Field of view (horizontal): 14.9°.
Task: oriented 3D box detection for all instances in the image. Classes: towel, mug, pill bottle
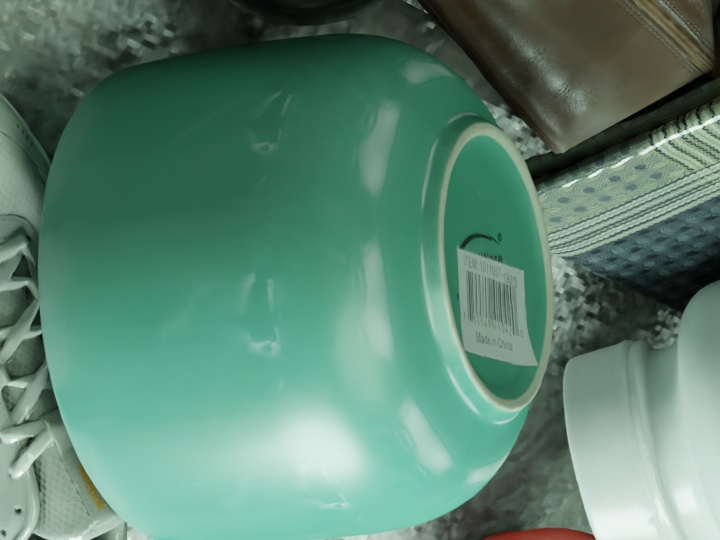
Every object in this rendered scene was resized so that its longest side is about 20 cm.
[{"bbox_3d":[0.167,-0.038,0.957,0.193,0.200,0.035,23,53,-48],"label":"towel"},{"bbox_3d":[-0.005,-0.005,0.845,0.152,0.114,0.185,66,31,-32],"label":"mug"},{"bbox_3d":[0.178,0.047,0.970,0.200,0.111,0.111,-15,130,16],"label":"pill bottle"}]

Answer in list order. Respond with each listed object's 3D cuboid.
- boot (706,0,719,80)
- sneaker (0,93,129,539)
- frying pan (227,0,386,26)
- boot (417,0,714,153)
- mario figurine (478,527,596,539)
[{"bbox_3d":[0.156,-0.127,0.967,0.200,0.070,0.146,10,104,-40],"label":"boot"},{"bbox_3d":[-0.102,0.035,0.842,0.076,0.092,0.200,-25,124,-24],"label":"sneaker"},{"bbox_3d":[-0.035,-0.161,0.831,0.115,0.031,0.190,-44,120,-19],"label":"frying pan"},{"bbox_3d":[0.062,-0.152,0.848,0.200,0.064,0.186,34,93,-35],"label":"boot"},{"bbox_3d":[0.066,0.187,1.029,0.123,0.106,0.200,-47,148,-51],"label":"mario figurine"}]
